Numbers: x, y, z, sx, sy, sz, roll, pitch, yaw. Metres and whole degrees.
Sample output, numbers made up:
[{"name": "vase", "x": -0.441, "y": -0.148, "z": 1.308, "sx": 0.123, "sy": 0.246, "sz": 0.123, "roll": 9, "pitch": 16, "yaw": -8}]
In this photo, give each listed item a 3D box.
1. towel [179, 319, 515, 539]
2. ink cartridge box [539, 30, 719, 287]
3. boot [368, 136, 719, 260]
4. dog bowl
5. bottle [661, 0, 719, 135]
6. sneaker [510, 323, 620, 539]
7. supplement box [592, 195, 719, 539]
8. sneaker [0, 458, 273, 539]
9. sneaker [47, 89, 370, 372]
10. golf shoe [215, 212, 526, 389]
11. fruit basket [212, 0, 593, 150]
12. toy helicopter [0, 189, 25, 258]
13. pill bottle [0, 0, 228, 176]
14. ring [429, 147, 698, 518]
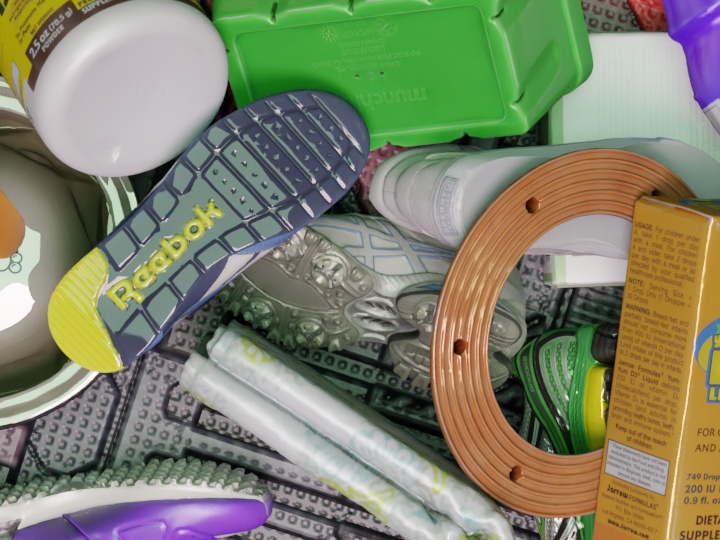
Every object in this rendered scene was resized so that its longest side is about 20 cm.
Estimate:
[{"name": "towel", "x": -0.009, "y": 0.096, "z": 1.392, "sx": 0.200, "sy": 0.171, "sz": 0.048, "roll": 34, "pitch": 90, "yaw": 0}, {"name": "ink cartridge box", "x": 0.204, "y": -0.065, "z": 1.459, "sx": 0.200, "sy": 0.048, "sz": 0.146, "roll": -1, "pitch": 89, "yaw": -2}, {"name": "boot", "x": 0.104, "y": -0.045, "z": 1.399, "sx": 0.200, "sy": 0.096, "sz": 0.074, "roll": 2, "pitch": 100, "yaw": -34}, {"name": "dog bowl", "x": -0.218, "y": -0.009, "z": 1.442, "sx": 0.200, "sy": 0.074, "sz": 0.200, "roll": 0, "pitch": 88, "yaw": -1}, {"name": "bottle", "x": 0.226, "y": -0.107, "z": 1.404, "sx": 0.083, "sy": 0.065, "sz": 0.200, "roll": -34, "pitch": 89, "yaw": 0}, {"name": "sneaker", "x": 0.126, "y": 0.128, "z": 1.451, "sx": 0.085, "sy": 0.078, "sz": 0.200, "roll": 2, "pitch": 97, "yaw": 36}, {"name": "supplement box", "x": 0.176, "y": 0.063, "z": 1.350, "sx": 0.066, "sy": 0.069, "sz": 0.200, "roll": 1, "pitch": 98, "yaw": -32}, {"name": "sneaker", "x": -0.145, "y": 0.166, "z": 1.446, "sx": 0.200, "sy": 0.070, "sz": 0.100, "roll": -7, "pitch": 96, "yaw": 4}, {"name": "sneaker", "x": -0.082, "y": -0.026, "z": 1.365, "sx": 0.200, "sy": 0.082, "sz": 0.074, "roll": -37, "pitch": 90, "yaw": 0}, {"name": "golf shoe", "x": 0.000, "y": 0.000, "z": 1.444, "sx": 0.200, "sy": 0.097, "sz": 0.078, "roll": 24, "pitch": 126, "yaw": -1}, {"name": "fruit basket", "x": 0.023, "y": -0.165, "z": 1.424, "sx": 0.215, "sy": 0.216, "sz": 0.156, "roll": -17, "pitch": 120, "yaw": -1}, {"name": "toy helicopter", "x": -0.250, "y": -0.056, "z": 1.307, "sx": 0.132, "sy": 0.200, "sz": 0.079, "roll": 19, "pitch": 88, "yaw": 17}, {"name": "pill bottle", "x": -0.157, "y": -0.148, "z": 1.388, "sx": 0.109, "sy": 0.109, "sz": 0.200, "roll": -35, "pitch": 48, "yaw": -1}, {"name": "ring", "x": 0.116, "y": 0.033, "z": 1.355, "sx": 0.200, "sy": 0.019, "sz": 0.201, "roll": -7, "pitch": 103, "yaw": -32}]
